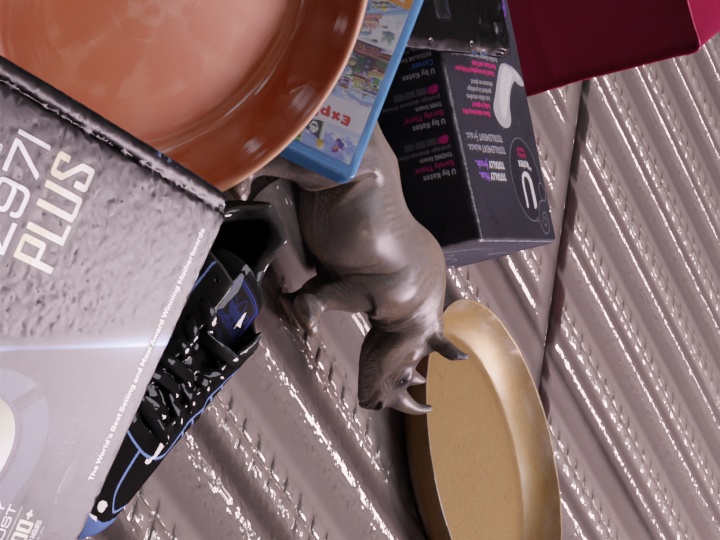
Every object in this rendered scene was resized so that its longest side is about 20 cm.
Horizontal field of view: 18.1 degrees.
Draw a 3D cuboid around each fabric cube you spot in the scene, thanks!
[{"bbox_3d":[0.127,-0.227,1.457,0.199,0.199,0.197,-39,114,-62],"label":"fabric cube"}]

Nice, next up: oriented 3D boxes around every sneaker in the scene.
[{"bbox_3d":[-0.088,0.035,0.992,0.070,0.078,0.200,60,28,-32],"label":"sneaker"}]

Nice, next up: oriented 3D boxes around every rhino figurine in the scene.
[{"bbox_3d":[0.000,0.000,1.178,0.201,0.087,0.060,63,-11,-29],"label":"rhino figurine"}]

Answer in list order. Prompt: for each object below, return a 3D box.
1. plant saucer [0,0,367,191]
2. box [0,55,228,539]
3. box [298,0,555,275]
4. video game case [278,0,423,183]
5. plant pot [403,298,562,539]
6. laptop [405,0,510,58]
[{"bbox_3d":[-0.086,-0.120,0.986,0.032,0.200,0.200,42,-6,45],"label":"plant saucer"},{"bbox_3d":[-0.153,0.029,0.731,0.164,0.086,0.201,32,81,-57],"label":"box"},{"bbox_3d":[0.025,-0.102,1.276,0.122,0.106,0.201,0,77,-64],"label":"box"},{"bbox_3d":[-0.033,-0.161,1.097,0.143,0.018,0.201,25,74,-14],"label":"video game case"},{"bbox_3d":[0.072,0.117,1.366,0.200,0.027,0.201,40,43,-53],"label":"plant pot"},{"bbox_3d":[-0.027,-0.188,1.171,0.200,0.103,0.178,-4,82,-56],"label":"laptop"}]
